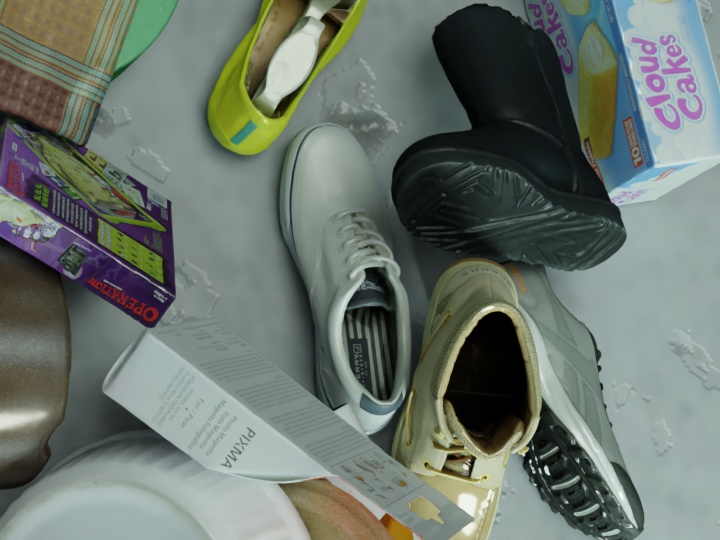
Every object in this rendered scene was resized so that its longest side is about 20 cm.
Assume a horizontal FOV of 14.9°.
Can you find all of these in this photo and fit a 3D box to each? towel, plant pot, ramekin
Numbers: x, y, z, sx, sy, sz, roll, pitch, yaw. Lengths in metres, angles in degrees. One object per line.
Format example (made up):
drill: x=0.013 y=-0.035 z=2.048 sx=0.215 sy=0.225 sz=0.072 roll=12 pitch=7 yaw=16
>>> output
towel: x=-0.187 y=-0.190 z=1.631 sx=0.146 sy=0.022 sz=0.201 roll=22 pitch=82 yaw=-35
plant pot: x=-0.279 y=0.046 z=1.531 sx=0.197 sy=0.200 sz=0.202 roll=1 pitch=76 yaw=-32
ramekin: x=-0.127 y=0.191 z=1.546 sx=0.201 sy=0.094 sz=0.204 roll=0 pitch=89 yaw=15

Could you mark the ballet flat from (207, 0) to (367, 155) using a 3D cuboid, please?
ballet flat: x=-0.033 y=-0.161 z=1.754 sx=0.067 sy=0.067 sz=0.201 roll=33 pitch=66 yaw=-12

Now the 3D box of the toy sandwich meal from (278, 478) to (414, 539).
toy sandwich meal: x=-0.021 y=0.217 z=1.613 sx=0.070 sy=0.204 sz=0.206 roll=-6 pitch=78 yaw=-51

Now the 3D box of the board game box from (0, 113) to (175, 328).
board game box: x=-0.164 y=-0.035 z=1.602 sx=0.120 sy=0.200 sz=0.032 roll=37 pitch=101 yaw=-14

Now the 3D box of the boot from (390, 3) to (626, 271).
boot: x=0.073 y=-0.094 z=1.736 sx=0.199 sy=0.076 sz=0.169 roll=14 pitch=45 yaw=-44

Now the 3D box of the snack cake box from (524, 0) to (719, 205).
snack cake box: x=0.171 y=-0.152 z=1.816 sx=0.067 sy=0.115 sz=0.201 roll=-10 pitch=80 yaw=-25

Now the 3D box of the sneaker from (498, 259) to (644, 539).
sneaker: x=0.133 y=0.081 z=1.764 sx=0.079 sy=0.074 sz=0.201 roll=-27 pitch=88 yaw=-32

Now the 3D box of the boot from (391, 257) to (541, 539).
boot: x=0.065 y=0.103 z=1.654 sx=0.072 sy=0.155 sz=0.201 roll=10 pitch=99 yaw=-5

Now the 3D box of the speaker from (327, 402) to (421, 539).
speaker: x=0.003 y=0.183 z=1.673 sx=0.081 sy=0.081 sz=0.201 roll=-27 pitch=88 yaw=-27

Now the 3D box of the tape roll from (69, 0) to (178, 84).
tape roll: x=-0.207 y=-0.204 z=1.699 sx=0.199 sy=0.048 sz=0.202 roll=6 pitch=75 yaw=-23

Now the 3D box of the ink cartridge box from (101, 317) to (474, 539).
ink cartridge box: x=-0.038 y=0.103 z=1.553 sx=0.200 sy=0.163 sz=0.057 roll=41 pitch=98 yaw=7

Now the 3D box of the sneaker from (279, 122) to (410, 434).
sneaker: x=0.000 y=0.000 z=1.724 sx=0.073 sy=0.071 sz=0.201 roll=-7 pitch=80 yaw=-25
